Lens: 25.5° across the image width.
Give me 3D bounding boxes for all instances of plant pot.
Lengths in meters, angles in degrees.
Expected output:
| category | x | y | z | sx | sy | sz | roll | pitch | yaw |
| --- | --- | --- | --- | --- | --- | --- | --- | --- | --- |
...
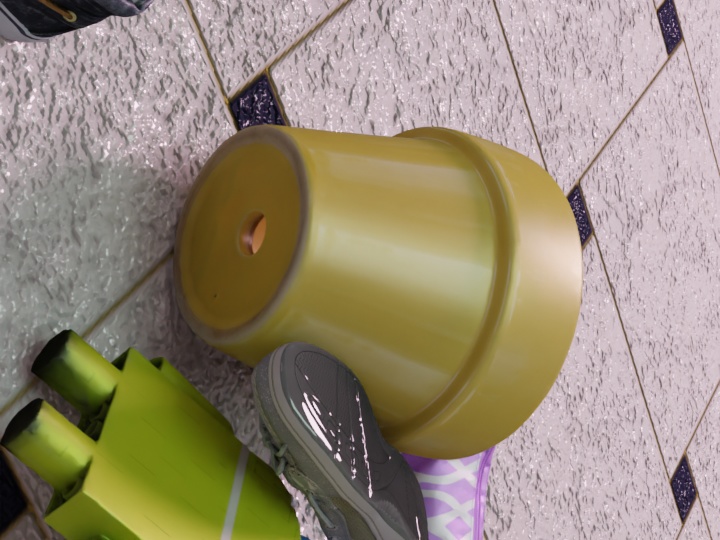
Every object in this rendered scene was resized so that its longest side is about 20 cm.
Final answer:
| category | x | y | z | sx | sy | sz | roll | pitch | yaw |
| --- | --- | --- | --- | --- | --- | --- | --- | --- | --- |
| plant pot | 0.000 | 0.000 | 0.953 | 0.188 | 0.200 | 0.202 | 17 | 71 | -40 |

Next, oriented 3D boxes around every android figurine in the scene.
| category | x | y | z | sx | sy | sz | roll | pitch | yaw |
| --- | --- | --- | --- | --- | --- | --- | --- | --- | --- |
| android figurine | -0.100 | 0.123 | 0.841 | 0.200 | 0.041 | 0.182 | 44 | 26 | -23 |

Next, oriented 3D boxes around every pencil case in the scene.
| category | x | y | z | sx | sy | sz | roll | pitch | yaw |
| --- | --- | --- | --- | --- | --- | --- | --- | --- | --- |
| pencil case | 0.051 | 0.196 | 1.088 | 0.084 | 0.085 | 0.201 | 22 | 66 | -56 |

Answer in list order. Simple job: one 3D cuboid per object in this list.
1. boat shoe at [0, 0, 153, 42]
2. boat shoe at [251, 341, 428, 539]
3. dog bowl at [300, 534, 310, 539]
| category | x | y | z | sx | sy | sz | roll | pitch | yaw |
| --- | --- | --- | --- | --- | --- | --- | --- | --- | --- |
| boat shoe | -0.181 | -0.196 | 0.776 | 0.200 | 0.090 | 0.071 | 50 | 46 | -41 |
| boat shoe | -0.018 | 0.111 | 0.899 | 0.202 | 0.064 | 0.075 | 56 | 24 | -52 |
| dog bowl | -0.085 | 0.217 | 0.907 | 0.200 | 0.049 | 0.112 | -10 | 94 | -58 |
